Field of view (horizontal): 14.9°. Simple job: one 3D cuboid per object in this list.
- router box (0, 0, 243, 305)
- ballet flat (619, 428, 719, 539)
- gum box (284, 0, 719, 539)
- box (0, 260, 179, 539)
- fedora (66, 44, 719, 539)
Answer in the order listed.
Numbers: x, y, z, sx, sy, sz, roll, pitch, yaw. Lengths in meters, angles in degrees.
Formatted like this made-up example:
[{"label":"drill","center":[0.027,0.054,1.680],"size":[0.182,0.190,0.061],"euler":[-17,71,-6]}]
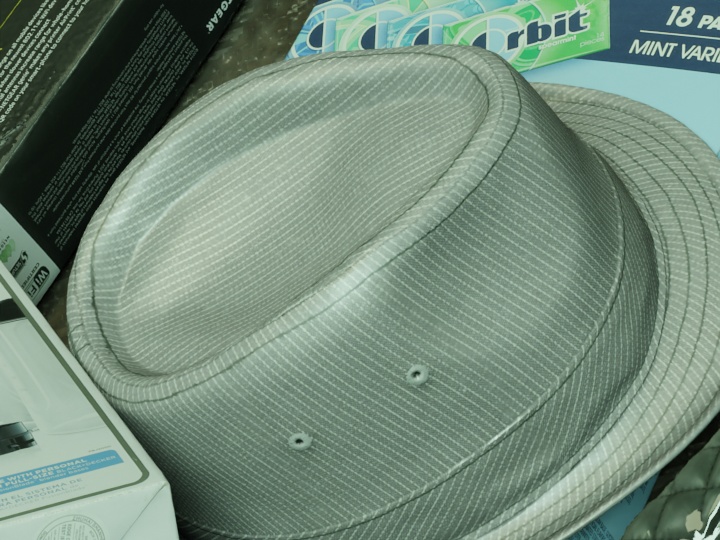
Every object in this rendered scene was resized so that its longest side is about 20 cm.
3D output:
[{"label":"router box","center":[-0.149,-0.051,0.972],"size":[0.149,0.051,0.200],"euler":[15,63,41]},{"label":"ballet flat","center":[0.085,0.072,0.718],"size":[0.200,0.066,0.057],"euler":[-46,42,-10]},{"label":"gum box","center":[0.025,0.003,0.827],"size":[0.170,0.045,0.200],"euler":[9,59,36]},{"label":"box","center":[-0.102,0.073,0.755],"size":[0.060,0.117,0.200],"euler":[-15,24,-17]},{"label":"fedora","center":[0.000,0.000,0.747],"size":[0.200,0.090,0.177],"euler":[-24,46,12]}]
